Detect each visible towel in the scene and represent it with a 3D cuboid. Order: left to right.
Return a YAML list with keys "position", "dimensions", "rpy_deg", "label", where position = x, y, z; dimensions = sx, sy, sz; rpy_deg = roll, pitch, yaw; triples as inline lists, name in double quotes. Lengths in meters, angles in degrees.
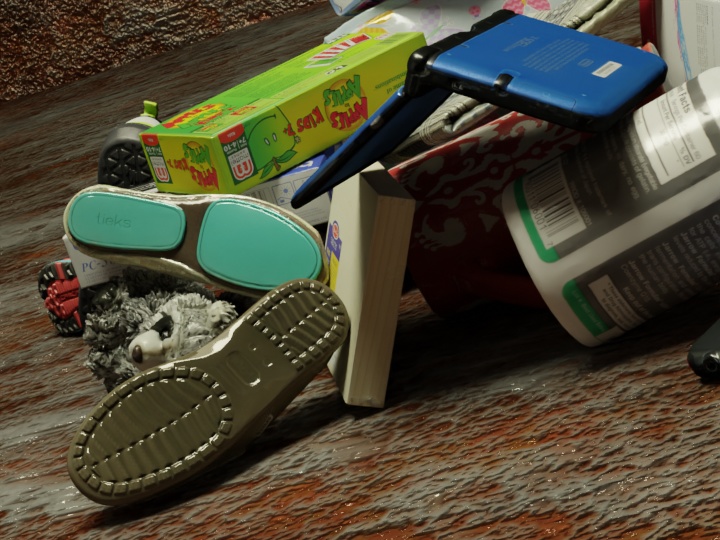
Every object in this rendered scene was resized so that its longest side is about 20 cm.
- position: [0.108, -0.151, 1.516]
  dimensions: [0.200, 0.035, 0.193]
  rpy_deg: [-37, 5, -12]
  label: "towel"

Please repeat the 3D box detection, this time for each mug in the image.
- position: [0.123, -0.048, 1.385]
  dimensions: [0.199, 0.134, 0.178]
  rpy_deg: [-21, 11, 13]
  label: "mug"

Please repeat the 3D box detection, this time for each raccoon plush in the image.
- position: [-0.099, 0.035, 1.477]
  dimensions: [0.134, 0.097, 0.200]
  rpy_deg: [1, 24, 39]
  label: "raccoon plush"

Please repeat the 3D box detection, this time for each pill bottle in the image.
- position: [0.193, -0.047, 1.225]
  dimensions: [0.200, 0.113, 0.113]
  rpy_deg: [-29, 10, 16]
  label: "pill bottle"

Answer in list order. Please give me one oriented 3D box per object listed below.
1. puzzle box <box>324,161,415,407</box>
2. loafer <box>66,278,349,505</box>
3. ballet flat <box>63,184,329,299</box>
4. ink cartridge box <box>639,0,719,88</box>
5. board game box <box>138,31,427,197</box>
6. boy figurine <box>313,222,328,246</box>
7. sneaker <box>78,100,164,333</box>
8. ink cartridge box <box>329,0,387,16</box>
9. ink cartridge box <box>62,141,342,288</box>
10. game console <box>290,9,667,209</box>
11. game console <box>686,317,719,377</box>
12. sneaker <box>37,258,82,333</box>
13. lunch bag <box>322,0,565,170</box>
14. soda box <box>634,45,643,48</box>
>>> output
- position: [0.000, 0.000, 1.369]
  dimensions: [0.025, 0.134, 0.200]
  rpy_deg: [6, 11, -9]
  label: "puzzle box"
- position: [-0.090, 0.084, 1.300]
  dimensions: [0.200, 0.076, 0.068]
  rpy_deg: [-32, -21, -15]
  label: "loafer"
- position: [-0.108, -0.022, 1.458]
  dimensions: [0.199, 0.068, 0.062]
  rpy_deg: [14, -7, 15]
  label: "ballet flat"
- position: [0.287, -0.161, 1.431]
  dimensions: [0.147, 0.086, 0.200]
  rpy_deg: [-7, 15, -6]
  label: "ink cartridge box"
- position: [-0.051, -0.116, 1.534]
  dimensions: [0.200, 0.048, 0.101]
  rpy_deg: [-29, 20, -31]
  label: "board game box"
- position: [0.060, -0.044, 1.551]
  dimensions: [0.199, 0.065, 0.124]
  rpy_deg: [-15, 35, -3]
  label: "boy figurine"
- position: [-0.172, -0.032, 1.648]
  dimensions: [0.071, 0.201, 0.083]
  rpy_deg: [13, 22, 3]
  label: "sneaker"
- position: [0.076, -0.271, 1.684]
  dimensions: [0.200, 0.077, 0.136]
  rpy_deg: [-13, -16, -46]
  label: "ink cartridge box"
- position: [-0.110, -0.046, 1.538]
  dimensions: [0.199, 0.044, 0.094]
  rpy_deg: [-15, 18, 13]
  label: "ink cartridge box"
- position: [0.077, -0.085, 1.278]
  dimensions: [0.170, 0.119, 0.200]
  rpy_deg: [19, 20, 14]
  label: "game console"
- position: [0.295, 0.005, 1.120]
  dimensions: [0.200, 0.031, 0.177]
  rpy_deg: [-8, 18, 46]
  label: "game console"
- position: [-0.192, 0.001, 1.768]
  dimensions: [0.095, 0.080, 0.200]
  rpy_deg: [-27, 14, -34]
  label: "sneaker"
- position: [0.084, -0.140, 1.671]
  dimensions: [0.199, 0.170, 0.127]
  rpy_deg: [-22, -16, -12]
  label: "lunch bag"
- position: [0.226, -0.129, 1.579]
  dimensions: [0.199, 0.069, 0.064]
  rpy_deg: [-14, -23, -9]
  label: "soda box"
